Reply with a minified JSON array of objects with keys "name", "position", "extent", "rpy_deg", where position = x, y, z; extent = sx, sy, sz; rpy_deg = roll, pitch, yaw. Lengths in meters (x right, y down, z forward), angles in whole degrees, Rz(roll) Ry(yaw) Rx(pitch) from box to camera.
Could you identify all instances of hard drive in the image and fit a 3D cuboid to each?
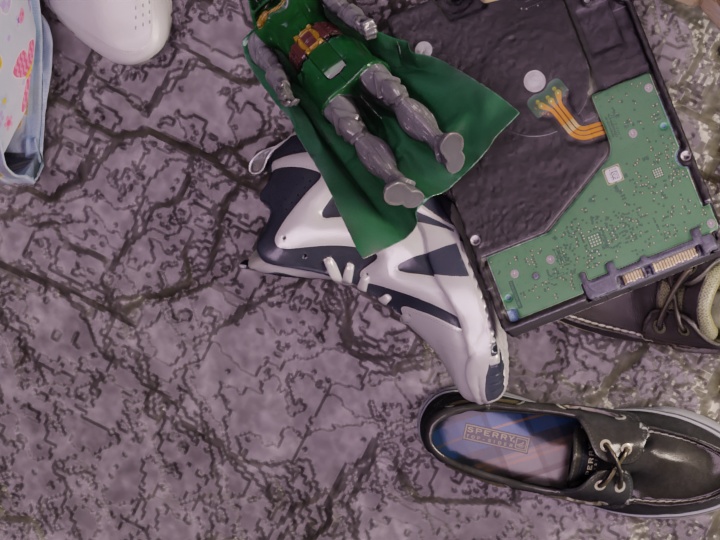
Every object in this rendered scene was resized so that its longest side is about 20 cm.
[{"name":"hard drive","position":[0.113,-0.078,1.662],"extent":[0.140,0.038,0.200],"rpy_deg":[-23,77,8]}]

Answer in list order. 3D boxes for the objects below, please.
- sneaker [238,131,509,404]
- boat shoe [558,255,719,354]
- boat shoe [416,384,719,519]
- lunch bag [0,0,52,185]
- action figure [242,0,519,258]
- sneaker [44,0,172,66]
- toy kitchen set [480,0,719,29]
[{"name":"sneaker","position":[0.000,0.000,1.685],"extent":[0.130,0.079,0.199],"rpy_deg":[-23,94,9]},{"name":"boat shoe","position":[0.201,0.012,1.678],"extent":[0.201,0.066,0.072],"rpy_deg":[6,98,4]},{"name":"boat shoe","position":[0.131,0.110,1.700],"extent":[0.200,0.057,0.069],"rpy_deg":[8,98,4]},{"name":"lunch bag","position":[-0.273,-0.136,1.659],"extent":[0.169,0.127,0.200],"rpy_deg":[6,135,12]},{"name":"action figure","position":[-0.012,-0.111,1.643],"extent":[0.118,0.055,0.200],"rpy_deg":[-41,53,-1]},{"name":"sneaker","position":[-0.174,-0.206,1.669],"extent":[0.074,0.087,0.200],"rpy_deg":[-29,96,4]},{"name":"toy kitchen set","position":[0.192,-0.181,1.524],"extent":[0.180,0.200,0.163],"rpy_deg":[50,130,18]}]
